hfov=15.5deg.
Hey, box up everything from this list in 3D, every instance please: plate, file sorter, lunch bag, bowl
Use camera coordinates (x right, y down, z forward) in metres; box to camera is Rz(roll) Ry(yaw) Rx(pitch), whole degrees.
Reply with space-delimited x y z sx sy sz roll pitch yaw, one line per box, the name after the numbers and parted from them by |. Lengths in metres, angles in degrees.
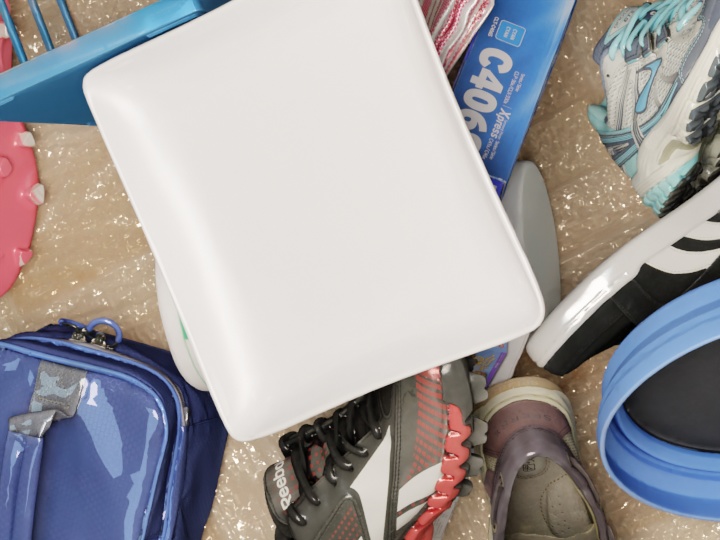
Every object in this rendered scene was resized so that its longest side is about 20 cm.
-0.020 -0.039 1.265 0.200 0.032 0.200 -23 89 35 | plate
-0.133 -0.158 1.396 0.139 0.200 0.123 -22 86 15 | file sorter
-0.159 0.121 1.461 0.136 0.132 0.201 13 99 13 | lunch bag
0.217 0.061 1.339 0.200 0.201 0.039 -18 54 15 | bowl

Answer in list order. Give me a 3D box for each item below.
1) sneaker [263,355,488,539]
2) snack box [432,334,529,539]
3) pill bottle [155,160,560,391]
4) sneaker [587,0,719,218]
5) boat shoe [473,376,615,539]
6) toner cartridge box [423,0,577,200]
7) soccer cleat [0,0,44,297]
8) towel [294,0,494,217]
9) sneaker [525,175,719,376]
0.004 0.098 1.343 0.098 0.071 0.201 6 135 -12 | sneaker
0.027 0.088 1.402 0.072 0.024 0.200 9 133 -12 | snack box
0.000 0.000 1.419 0.199 0.113 0.113 -6 94 15 | pill bottle
0.157 -0.105 1.341 0.078 0.200 0.086 -36 72 -27 | sneaker
0.101 0.149 1.391 0.072 0.065 0.200 -11 125 6 | boat shoe
0.073 -0.098 1.341 0.043 0.095 0.200 21 55 2 | toner cartridge box
-0.228 -0.082 1.504 0.076 0.067 0.201 6 104 45 | soccer cleat
0.000 -0.111 1.373 0.030 0.200 0.147 31 101 -20 | towel
0.191 0.016 1.359 0.200 0.073 0.112 -37 83 -13 | sneaker
